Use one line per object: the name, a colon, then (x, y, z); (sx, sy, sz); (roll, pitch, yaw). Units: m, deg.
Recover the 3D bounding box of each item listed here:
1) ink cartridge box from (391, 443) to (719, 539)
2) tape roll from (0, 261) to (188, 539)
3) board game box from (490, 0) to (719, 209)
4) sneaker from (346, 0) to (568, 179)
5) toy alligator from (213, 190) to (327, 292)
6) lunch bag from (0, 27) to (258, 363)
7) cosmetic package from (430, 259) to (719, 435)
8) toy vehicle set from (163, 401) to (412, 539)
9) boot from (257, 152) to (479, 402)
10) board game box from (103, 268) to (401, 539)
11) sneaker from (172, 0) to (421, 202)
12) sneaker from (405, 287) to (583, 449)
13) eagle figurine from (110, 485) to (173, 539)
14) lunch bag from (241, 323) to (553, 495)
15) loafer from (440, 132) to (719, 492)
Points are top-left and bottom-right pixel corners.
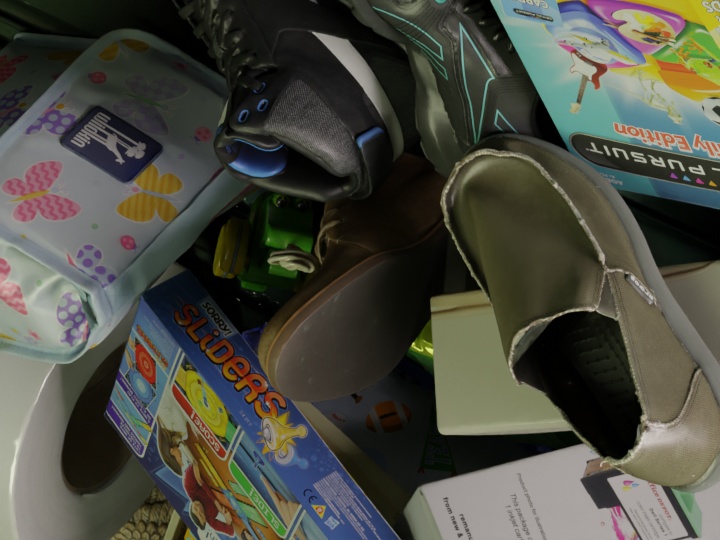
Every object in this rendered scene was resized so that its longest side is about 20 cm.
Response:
ink cartridge box: (0.115, 0.153, 1.292); (0.145, 0.199, 0.084); (117, 137, -58)
tape roll: (-0.177, 0.076, 1.493); (0.071, 0.203, 0.203); (24, 146, 22)
board game box: (0.138, -0.101, 1.056); (0.150, 0.047, 0.200); (14, 152, 35)
sneaker: (0.051, -0.121, 1.147); (0.079, 0.076, 0.200); (2, 142, 30)
toy alligator: (-0.043, -0.021, 1.340); (0.059, 0.055, 0.200); (11, 174, -8)
lunch bag: (-0.160, -0.045, 1.351); (0.199, 0.170, 0.128); (11, 137, 42)
cosmetic package: (0.141, 0.038, 1.180); (0.199, 0.103, 0.074); (-9, 82, 41)
toy vehicle set: (-0.044, 0.144, 1.389); (0.124, 0.026, 0.200); (41, 146, 13)
boot: (0.000, 0.000, 1.221); (0.075, 0.200, 0.074); (27, 129, 23)
board game box: (-0.058, 0.114, 1.298); (0.200, 0.034, 0.136); (51, 150, 17)
sneaker: (-0.060, -0.113, 1.216); (0.200, 0.112, 0.073); (35, 148, 6)
sneaker: (0.066, 0.051, 1.333); (0.199, 0.074, 0.084); (31, 144, 11)
eagle figurine: (-0.101, 0.198, 1.567); (0.199, 0.152, 0.152); (14, 164, -26)
lunch bag: (-0.012, 0.119, 1.456); (0.199, 0.124, 0.170); (30, 148, -4)
loafer: (0.096, 0.014, 1.104); (0.200, 0.069, 0.075); (53, 122, 29)
